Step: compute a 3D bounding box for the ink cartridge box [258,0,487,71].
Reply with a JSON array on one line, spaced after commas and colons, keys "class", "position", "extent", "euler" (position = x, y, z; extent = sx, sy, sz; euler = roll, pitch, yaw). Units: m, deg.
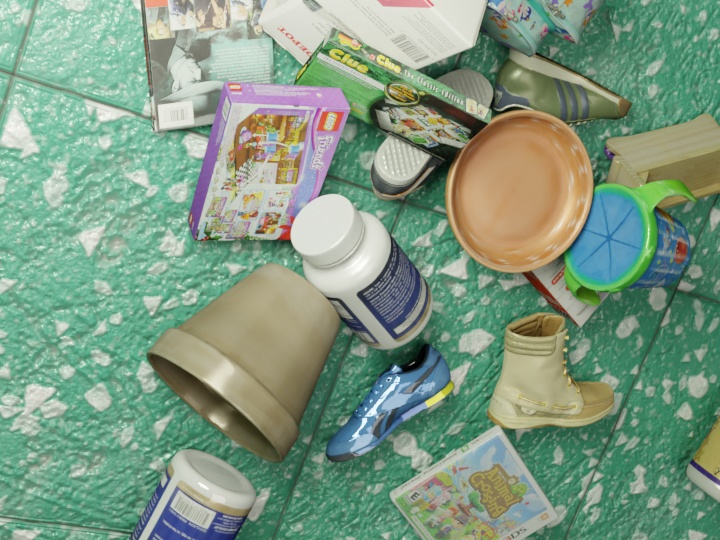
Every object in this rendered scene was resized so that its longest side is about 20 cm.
[{"class": "ink cartridge box", "position": [0.012, -0.279, 1.180], "extent": [0.144, 0.199, 0.085], "euler": [37, 58, -32]}]

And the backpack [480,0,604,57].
[{"class": "backpack", "position": [0.182, -0.334, 1.261], "extent": [0.199, 0.177, 0.151], "euler": [21, 103, -41]}]

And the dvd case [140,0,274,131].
[{"class": "dvd case", "position": [-0.165, -0.259, 1.208], "extent": [0.145, 0.022, 0.202], "euler": [-12, 113, -22]}]

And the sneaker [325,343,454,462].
[{"class": "sneaker", "position": [0.028, 0.170, 1.451], "extent": [0.199, 0.066, 0.079], "euler": [-34, 109, -11]}]

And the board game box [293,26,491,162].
[{"class": "board game box", "position": [0.034, -0.189, 1.219], "extent": [0.199, 0.105, 0.024], "euler": [25, 64, -17]}]

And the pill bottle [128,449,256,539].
[{"class": "pill bottle", "position": [-0.220, 0.331, 1.355], "extent": [0.115, 0.116, 0.201], "euler": [26, 97, -32]}]

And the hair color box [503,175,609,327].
[{"class": "hair color box", "position": [0.263, -0.030, 1.486], "extent": [0.111, 0.064, 0.200], "euler": [-47, 121, -4]}]

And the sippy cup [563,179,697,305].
[{"class": "sippy cup", "position": [0.350, -0.033, 1.423], "extent": [0.130, 0.177, 0.141], "euler": [11, 75, -41]}]

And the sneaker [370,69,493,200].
[{"class": "sneaker", "position": [0.079, -0.163, 1.339], "extent": [0.078, 0.080, 0.200], "euler": [43, 65, 7]}]

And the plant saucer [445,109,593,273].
[{"class": "plant saucer", "position": [0.193, -0.099, 1.376], "extent": [0.198, 0.037, 0.202], "euler": [-5, 105, -18]}]

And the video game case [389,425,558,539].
[{"class": "video game case", "position": [0.164, 0.333, 1.577], "extent": [0.181, 0.022, 0.201], "euler": [-32, 121, 4]}]

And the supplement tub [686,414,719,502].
[{"class": "supplement tub", "position": [0.618, 0.274, 1.732], "extent": [0.145, 0.145, 0.201], "euler": [28, 95, -32]}]

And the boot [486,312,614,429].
[{"class": "boot", "position": [0.278, 0.136, 1.551], "extent": [0.198, 0.073, 0.157], "euler": [-2, 115, -19]}]

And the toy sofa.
[{"class": "toy sofa", "position": [0.424, -0.138, 1.523], "extent": [0.198, 0.098, 0.083], "euler": [-16, 141, -20]}]

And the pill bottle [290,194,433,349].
[{"class": "pill bottle", "position": [0.000, 0.000, 1.312], "extent": [0.111, 0.111, 0.200], "euler": [-44, 137, -4]}]

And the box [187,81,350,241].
[{"class": "box", "position": [-0.105, -0.116, 1.234], "extent": [0.136, 0.039, 0.201], "euler": [-1, 136, -26]}]

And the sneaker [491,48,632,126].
[{"class": "sneaker", "position": [0.248, -0.213, 1.410], "extent": [0.199, 0.067, 0.090], "euler": [18, 109, -30]}]

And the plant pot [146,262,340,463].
[{"class": "plant pot", "position": [-0.118, 0.094, 1.288], "extent": [0.174, 0.199, 0.200], "euler": [-51, 124, -20]}]
